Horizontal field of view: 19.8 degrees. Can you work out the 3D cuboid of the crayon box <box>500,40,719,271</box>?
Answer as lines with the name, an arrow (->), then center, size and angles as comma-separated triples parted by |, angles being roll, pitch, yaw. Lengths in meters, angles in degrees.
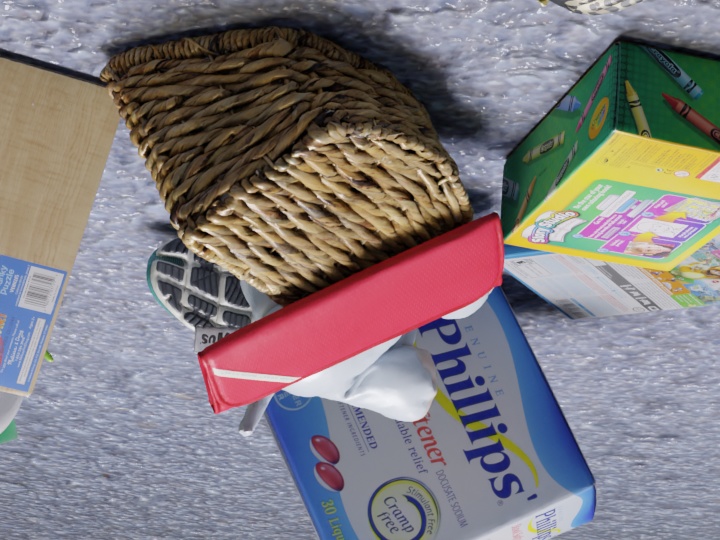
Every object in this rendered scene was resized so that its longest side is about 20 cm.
crayon box -> 0.170, -0.063, 1.237 | 0.118, 0.059, 0.200 | 9, 160, -13

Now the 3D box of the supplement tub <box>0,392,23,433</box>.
supplement tub -> -0.375, 0.072, 1.611 | 0.199, 0.145, 0.145 | -6, 158, 29

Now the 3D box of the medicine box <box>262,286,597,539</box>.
medicine box -> 0.049, 0.133, 1.534 | 0.199, 0.183, 0.103 | -24, 159, -3

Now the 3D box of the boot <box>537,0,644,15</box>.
boot -> 0.042, -0.158, 0.975 | 0.203, 0.074, 0.153 | -12, 157, 37

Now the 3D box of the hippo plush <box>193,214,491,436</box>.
hippo plush -> 0.000, 0.000, 1.392 | 0.199, 0.160, 0.161 | 3, 136, -46

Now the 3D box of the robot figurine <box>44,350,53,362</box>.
robot figurine -> -0.275, -0.010, 1.314 | 0.199, 0.176, 0.116 | 24, 149, -29

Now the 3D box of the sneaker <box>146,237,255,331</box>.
sneaker -> -0.088, 0.029, 1.541 | 0.079, 0.078, 0.200 | -2, 162, 43

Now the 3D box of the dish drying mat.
dish drying mat -> -0.003, 0.028, 1.253 | 0.199, 0.018, 0.077 | -24, 147, -10

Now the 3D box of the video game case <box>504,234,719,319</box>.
video game case -> 0.211, -0.003, 1.460 | 0.199, 0.018, 0.143 | -7, 157, 30

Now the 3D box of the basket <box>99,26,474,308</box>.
basket -> -0.034, -0.077, 1.237 | 0.143, 0.149, 0.200 | -37, 147, 12

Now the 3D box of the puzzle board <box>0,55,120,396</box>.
puzzle board -> -0.240, -0.033, 1.243 | 0.150, 0.201, 0.017 | 14, -170, -28

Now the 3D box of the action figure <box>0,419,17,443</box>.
action figure -> -0.344, 0.087, 1.786 | 0.117, 0.055, 0.200 | 10, 153, -10
